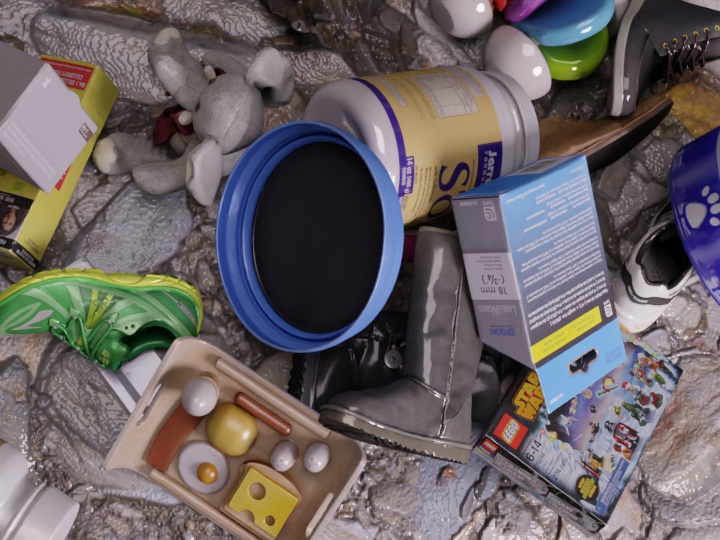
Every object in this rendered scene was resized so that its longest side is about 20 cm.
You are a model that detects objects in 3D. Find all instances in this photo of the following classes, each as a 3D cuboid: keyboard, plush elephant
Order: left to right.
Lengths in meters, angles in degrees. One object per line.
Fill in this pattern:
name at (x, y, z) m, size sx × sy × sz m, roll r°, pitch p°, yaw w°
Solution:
keyboard at (-0.225, 0.079, 1.249) m, size 0.056 × 0.011 × 0.201 m, roll -35°, pitch 81°, yaw -22°
plush elephant at (-0.146, -0.146, 1.251) m, size 0.198 × 0.155 × 0.166 m, roll 31°, pitch 71°, yaw 2°

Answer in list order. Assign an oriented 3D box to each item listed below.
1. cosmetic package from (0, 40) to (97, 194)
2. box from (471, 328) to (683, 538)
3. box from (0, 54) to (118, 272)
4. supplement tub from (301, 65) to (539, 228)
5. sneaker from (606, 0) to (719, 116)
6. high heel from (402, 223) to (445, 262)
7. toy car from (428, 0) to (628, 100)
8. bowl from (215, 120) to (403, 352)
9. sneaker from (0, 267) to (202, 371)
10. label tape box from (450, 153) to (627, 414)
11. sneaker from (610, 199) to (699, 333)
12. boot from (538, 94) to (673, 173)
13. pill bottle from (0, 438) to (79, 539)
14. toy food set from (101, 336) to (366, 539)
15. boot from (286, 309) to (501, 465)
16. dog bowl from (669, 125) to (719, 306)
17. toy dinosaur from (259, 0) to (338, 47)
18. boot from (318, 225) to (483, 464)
cosmetic package at (-0.349, -0.161, 1.212) m, size 0.199 × 0.107 × 0.091 m, roll 29°, pitch 74°, yaw 30°
box at (0.208, 0.131, 1.255) m, size 0.136 × 0.040 × 0.201 m, roll 35°, pitch 55°, yaw 3°
box at (-0.305, -0.103, 1.259) m, size 0.074 × 0.050 × 0.202 m, roll 14°, pitch 69°, yaw 22°
supplement tub at (0.057, -0.117, 1.261) m, size 0.198 × 0.145 × 0.147 m, roll -12°, pitch 74°, yaw -33°
sneaker at (0.314, -0.222, 1.350) m, size 0.105 × 0.075 × 0.201 m, roll 14°, pitch 47°, yaw 13°
high heel at (0.000, 0.000, 1.296) m, size 0.197 × 0.067 × 0.098 m, roll 0°, pitch 106°, yaw -15°
toy car at (0.180, -0.289, 1.350) m, size 0.174 × 0.150 × 0.201 m, roll -38°, pitch 82°, yaw -18°
bowl at (-0.045, -0.029, 1.173) m, size 0.039 × 0.199 × 0.203 m, roll 1°, pitch 67°, yaw -51°
sneaker at (-0.241, 0.047, 1.211) m, size 0.197 × 0.074 × 0.085 m, roll 0°, pitch 66°, yaw -14°
label tape box at (0.166, 0.010, 1.220) m, size 0.143 × 0.063 × 0.203 m, roll -24°, pitch 105°, yaw -44°
sneaker at (0.314, -0.022, 1.308) m, size 0.075 × 0.088 × 0.200 m, roll 37°, pitch 56°, yaw 6°
boot at (0.230, -0.140, 1.358) m, size 0.198 × 0.074 × 0.076 m, roll -30°, pitch 69°, yaw -14°
pill bottle at (-0.348, 0.188, 1.139) m, size 0.198 × 0.114 × 0.115 m, roll 30°, pitch 71°, yaw 1°
toy food set at (-0.112, 0.169, 1.174) m, size 0.199 × 0.060 × 0.145 m, roll 33°, pitch 104°, yaw 2°
boot at (0.033, 0.119, 1.253) m, size 0.197 × 0.066 × 0.168 m, roll 10°, pitch 84°, yaw -16°
dog bowl at (0.386, -0.047, 1.291) m, size 0.199 × 0.078 × 0.203 m, roll 28°, pitch 49°, yaw -37°
toy dinosaur at (-0.078, -0.318, 1.371) m, size 0.101 × 0.077 × 0.203 m, roll 10°, pitch 66°, yaw -18°
boot at (0.050, 0.059, 1.182) m, size 0.180 × 0.072 × 0.203 m, roll 19°, pitch 79°, yaw -42°
